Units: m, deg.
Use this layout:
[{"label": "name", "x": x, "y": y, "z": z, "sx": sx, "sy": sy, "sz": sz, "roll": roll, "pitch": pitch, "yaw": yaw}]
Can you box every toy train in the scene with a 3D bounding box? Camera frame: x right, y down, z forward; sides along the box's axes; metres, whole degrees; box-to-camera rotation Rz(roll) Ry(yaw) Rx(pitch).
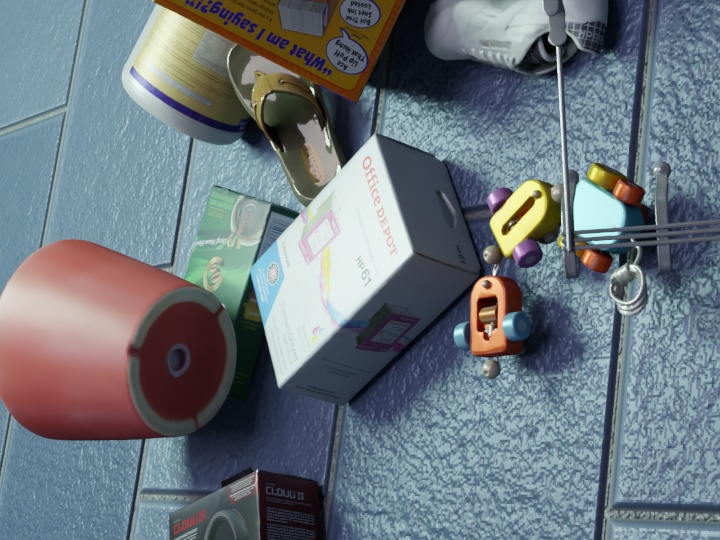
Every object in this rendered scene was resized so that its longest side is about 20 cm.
[{"label": "toy train", "x": 0.157, "y": 0.000, "z": 1.171, "sx": 0.199, "sy": 0.055, "sz": 0.152, "roll": -19, "pitch": 68, "yaw": 47}]

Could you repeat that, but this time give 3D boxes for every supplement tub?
[{"label": "supplement tub", "x": -0.147, "y": -0.250, "z": 1.575, "sx": 0.201, "sy": 0.145, "sz": 0.146, "roll": -59, "pitch": 39, "yaw": 17}]

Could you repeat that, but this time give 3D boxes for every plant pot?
[{"label": "plant pot", "x": -0.229, "y": 0.077, "z": 1.455, "sx": 0.176, "sy": 0.200, "sz": 0.203, "roll": 7, "pitch": 81, "yaw": 40}]

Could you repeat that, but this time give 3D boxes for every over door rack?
[{"label": "over door rack", "x": 0.210, "y": -0.099, "z": 1.062, "sx": 0.146, "sy": 0.067, "sz": 0.202, "roll": -4, "pitch": 90, "yaw": 13}]

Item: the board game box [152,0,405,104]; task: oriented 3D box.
[{"label": "board game box", "x": -0.048, "y": -0.295, "z": 1.364, "sx": 0.201, "sy": 0.199, "sz": 0.200, "roll": -63, "pitch": 6, "yaw": 12}]

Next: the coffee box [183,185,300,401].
[{"label": "coffee box", "x": -0.136, "y": 0.022, "z": 1.536, "sx": 0.123, "sy": 0.044, "sz": 0.202, "roll": 20, "pitch": 92, "yaw": 52}]

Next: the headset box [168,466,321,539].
[{"label": "headset box", "x": -0.105, "y": 0.282, "z": 1.367, "sx": 0.148, "sy": 0.075, "sz": 0.202, "roll": -30, "pitch": 54, "yaw": 42}]

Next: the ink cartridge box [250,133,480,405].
[{"label": "ink cartridge box", "x": 0.000, "y": 0.000, "z": 1.340, "sx": 0.200, "sy": 0.084, "sz": 0.145, "roll": -45, "pitch": 45, "yaw": 30}]

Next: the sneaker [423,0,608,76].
[{"label": "sneaker", "x": 0.126, "y": -0.202, "z": 1.276, "sx": 0.199, "sy": 0.076, "sz": 0.081, "roll": -11, "pitch": 76, "yaw": 51}]

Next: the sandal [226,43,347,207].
[{"label": "sandal", "x": -0.072, "y": -0.151, "z": 1.464, "sx": 0.080, "sy": 0.054, "sz": 0.201, "roll": -31, "pitch": 71, "yaw": 14}]
